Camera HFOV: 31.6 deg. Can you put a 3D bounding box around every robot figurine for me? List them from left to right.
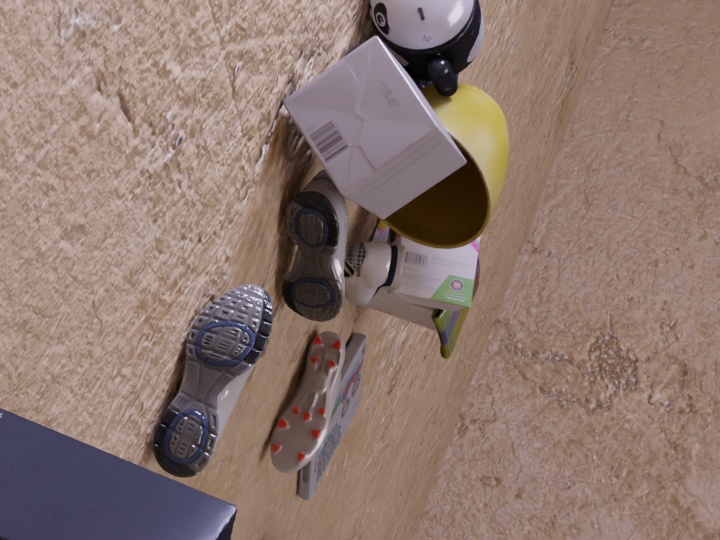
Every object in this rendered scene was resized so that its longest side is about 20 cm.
[{"bbox_3d":[0.076,-0.293,1.473,0.125,0.150,0.200,-54,165,-2],"label":"robot figurine"}]

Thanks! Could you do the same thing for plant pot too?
[{"bbox_3d":[0.102,-0.148,1.558,0.142,0.200,0.200,-50,157,-37],"label":"plant pot"}]

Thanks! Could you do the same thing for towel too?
[{"bbox_3d":[0.142,0.043,1.883,0.200,0.023,0.144,68,44,-70],"label":"towel"}]

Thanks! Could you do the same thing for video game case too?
[{"bbox_3d":[-0.042,0.222,1.940,0.182,0.024,0.200,96,17,-46],"label":"video game case"}]

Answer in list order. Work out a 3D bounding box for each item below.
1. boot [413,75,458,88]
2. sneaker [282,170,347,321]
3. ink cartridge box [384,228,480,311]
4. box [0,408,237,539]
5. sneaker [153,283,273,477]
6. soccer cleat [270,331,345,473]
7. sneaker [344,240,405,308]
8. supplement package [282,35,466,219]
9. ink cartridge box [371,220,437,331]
[{"bbox_3d":[0.084,-0.245,1.670,0.211,0.079,0.158,-65,170,-47],"label":"boot"},{"bbox_3d":[-0.041,-0.024,1.453,0.087,0.074,0.200,-65,167,-47],"label":"sneaker"},{"bbox_3d":[0.102,-0.054,1.754,0.067,0.117,0.201,154,-54,-73],"label":"ink cartridge box"},{"bbox_3d":[-0.200,0.218,0.858,0.104,0.199,0.183,-52,157,-54],"label":"box"},{"bbox_3d":[-0.146,0.105,1.262,0.200,0.074,0.087,-63,179,-5],"label":"sneaker"},{"bbox_3d":[-0.064,0.178,1.695,0.078,0.069,0.201,82,27,-70],"label":"soccer cleat"},{"bbox_3d":[0.000,0.000,1.707,0.200,0.080,0.077,130,-35,-70],"label":"sneaker"},{"bbox_3d":[0.021,-0.144,1.349,0.120,0.121,0.200,-35,168,8],"label":"supplement package"},{"bbox_3d":[0.089,-0.033,1.893,0.125,0.128,0.201,64,46,-72],"label":"ink cartridge box"}]
